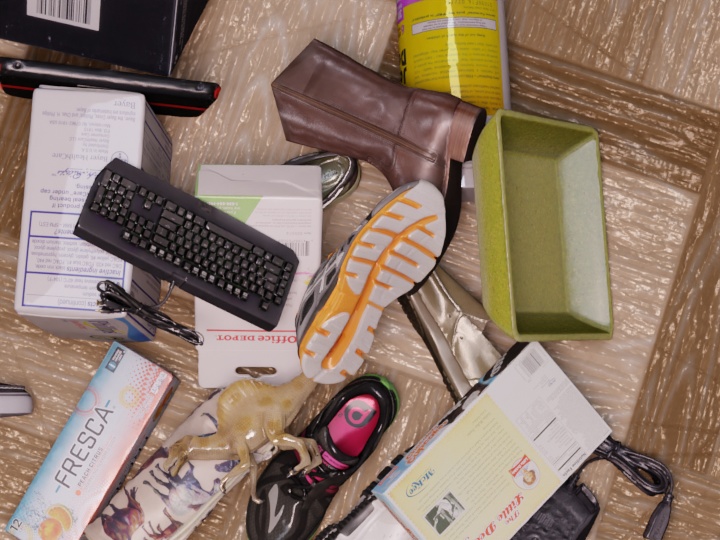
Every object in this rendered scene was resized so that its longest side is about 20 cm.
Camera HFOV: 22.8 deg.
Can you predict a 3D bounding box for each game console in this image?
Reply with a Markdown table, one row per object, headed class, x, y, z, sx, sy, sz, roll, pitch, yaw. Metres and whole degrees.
| class | x | y | z | sx | sy | sz | roll | pitch | yaw |
| --- | --- | --- | --- | --- | --- | --- | --- | --- | --- |
| game console | -0.231 | -0.171 | 1.626 | 0.197 | 0.177 | 0.031 | 6 | 88 | -10 |

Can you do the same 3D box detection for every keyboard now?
| class | x | y | z | sx | sy | sz | roll | pitch | yaw |
| --- | --- | --- | --- | --- | --- | --- | --- | --- | --- |
| keyboard | -0.154 | -0.001 | 1.527 | 0.199 | 0.021 | 0.128 | 27 | 73 | -20 |

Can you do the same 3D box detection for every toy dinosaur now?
| class | x | y | z | sx | sy | sz | roll | pitch | yaw |
| --- | --- | --- | --- | --- | --- | --- | --- | --- | --- |
| toy dinosaur | -0.077 | 0.135 | 1.568 | 0.199 | 0.058 | 0.102 | -33 | 79 | -14 |

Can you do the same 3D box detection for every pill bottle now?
| class | x | y | z | sx | sy | sz | roll | pitch | yaw |
| --- | --- | --- | --- | --- | --- | --- | --- | --- | --- |
| pill bottle | 0.089 | -0.169 | 1.667 | 0.103 | 0.104 | 0.203 | -3 | 81 | 1 |

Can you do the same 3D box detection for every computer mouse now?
| class | x | y | z | sx | sy | sz | roll | pitch | yaw |
| --- | --- | --- | --- | --- | --- | --- | --- | --- | --- |
| computer mouse | 0.200 | 0.241 | 1.635 | 0.139 | 0.046 | 0.201 | 27 | 73 | 13 |

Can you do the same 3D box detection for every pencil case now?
| class | x | y | z | sx | sy | sz | roll | pitch | yaw |
| --- | --- | --- | --- | --- | --- | --- | --- | --- | --- |
| pencil case | -0.160 | 0.198 | 1.613 | 0.200 | 0.078 | 0.089 | -47 | 45 | -16 |

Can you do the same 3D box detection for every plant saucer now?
| class | x | y | z | sx | sy | sz | roll | pitch | yaw |
| --- | --- | --- | --- | --- | --- | --- | --- | --- | --- |
| plant saucer | 0.160 | -0.035 | 1.618 | 0.047 | 0.199 | 0.203 | -7 | 84 | 33 |

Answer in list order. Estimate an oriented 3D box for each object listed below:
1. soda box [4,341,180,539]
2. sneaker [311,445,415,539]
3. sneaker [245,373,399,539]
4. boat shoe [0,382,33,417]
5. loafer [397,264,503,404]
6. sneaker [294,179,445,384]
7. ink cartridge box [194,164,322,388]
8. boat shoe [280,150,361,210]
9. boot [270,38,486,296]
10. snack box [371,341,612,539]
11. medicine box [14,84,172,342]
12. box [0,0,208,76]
| class | x | y | z | sx | sy | sz | roll | pitch | yaw |
| --- | --- | --- | --- | --- | --- | --- | --- | --- | --- |
| soda box | -0.245 | 0.169 | 1.645 | 0.068 | 0.064 | 0.201 | 29 | 83 | 5 |
| sneaker | 0.028 | 0.236 | 1.635 | 0.200 | 0.074 | 0.080 | -44 | 98 | -1 |
| sneaker | -0.040 | 0.175 | 1.630 | 0.076 | 0.084 | 0.201 | 34 | 84 | 6 |
| boat shoe | -0.400 | 0.100 | 1.660 | 0.197 | 0.070 | 0.067 | 3 | 83 | 9 |
| loafer | 0.084 | 0.043 | 1.655 | 0.067 | 0.076 | 0.202 | -26 | 87 | -7 |
| sneaker | 0.000 | 0.000 | 1.561 | 0.078 | 0.077 | 0.201 | 28 | 106 | -30 |
| ink cartridge box | -0.094 | 0.007 | 1.632 | 0.116 | 0.068 | 0.202 | 1 | 119 | -4 |
| boat shoe | -0.090 | -0.059 | 1.673 | 0.200 | 0.066 | 0.072 | -31 | 82 | -4 |
| boot | -0.002 | -0.096 | 1.619 | 0.198 | 0.064 | 0.188 | 21 | 95 | 18 |
| snack box | 0.119 | 0.170 | 1.598 | 0.200 | 0.037 | 0.116 | -44 | 101 | -13 |
| medicine box | -0.238 | -0.046 | 1.616 | 0.102 | 0.182 | 0.203 | 4 | 81 | 2 |
| box | -0.237 | -0.294 | 1.637 | 0.198 | 0.124 | 0.199 | 13 | 39 | 3 |
